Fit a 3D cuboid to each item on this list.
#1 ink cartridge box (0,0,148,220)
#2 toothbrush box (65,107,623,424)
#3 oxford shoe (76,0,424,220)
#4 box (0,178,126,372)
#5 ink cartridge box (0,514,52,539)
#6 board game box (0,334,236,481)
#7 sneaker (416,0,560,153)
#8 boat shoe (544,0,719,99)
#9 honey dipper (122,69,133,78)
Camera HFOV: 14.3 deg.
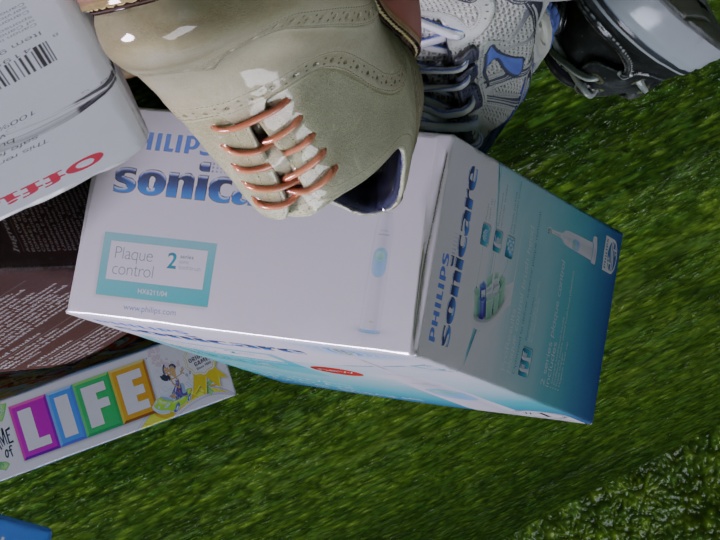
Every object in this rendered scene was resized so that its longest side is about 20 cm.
[{"bbox_3d":[-0.154,-0.065,0.850,0.145,0.083,0.200,-25,168,-2],"label":"ink cartridge box"},{"bbox_3d":[0.000,0.000,1.117,0.146,0.085,0.200,7,172,23],"label":"toothbrush box"},{"bbox_3d":[-0.021,-0.055,0.845,0.071,0.074,0.200,-12,173,22],"label":"oxford shoe"},{"bbox_3d":[-0.147,-0.009,1.125,0.100,0.075,0.200,-30,169,25],"label":"box"},{"bbox_3d":[-0.249,0.114,1.239,0.200,0.067,0.116,19,172,-24],"label":"ink cartridge box"},{"bbox_3d":[-0.156,0.058,1.300,0.134,0.034,0.200,-20,-171,-23],"label":"board game box"},{"bbox_3d":[0.033,-0.082,1.082,0.200,0.077,0.085,37,73,-75],"label":"sneaker"},{"bbox_3d":[0.114,-0.102,1.243,0.071,0.072,0.200,-32,168,11],"label":"boat shoe"},{"bbox_3d":[-0.109,-0.071,1.040,0.200,0.038,0.038,-21,168,-40],"label":"honey dipper"}]
